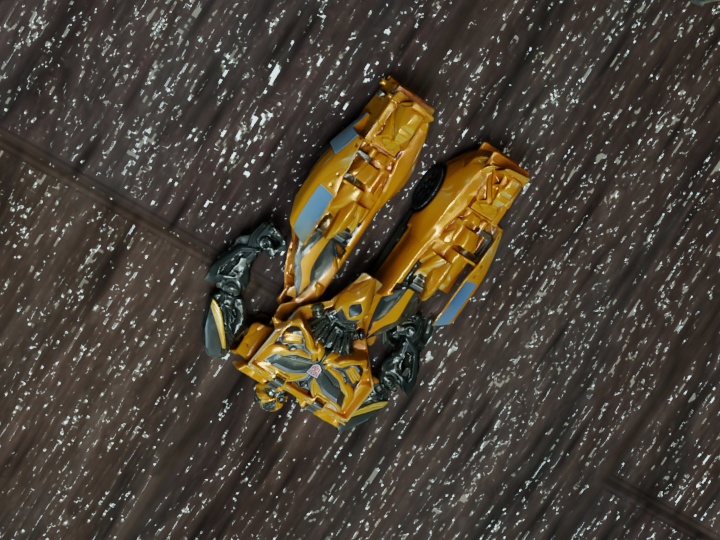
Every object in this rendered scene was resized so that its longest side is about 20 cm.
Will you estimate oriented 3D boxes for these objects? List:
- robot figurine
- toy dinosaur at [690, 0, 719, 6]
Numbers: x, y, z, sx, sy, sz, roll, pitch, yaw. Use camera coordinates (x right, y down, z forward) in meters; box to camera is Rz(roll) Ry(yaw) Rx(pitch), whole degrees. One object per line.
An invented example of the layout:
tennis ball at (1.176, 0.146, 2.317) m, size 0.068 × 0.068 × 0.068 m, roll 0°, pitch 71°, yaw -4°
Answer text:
robot figurine at (0.000, 0.000, 1.109) m, size 0.144 × 0.058 × 0.201 m, roll 31°, pitch 99°, yaw -21°
toy dinosaur at (0.257, -0.236, 1.080) m, size 0.134 × 0.086 × 0.202 m, roll 7°, pitch 102°, yaw -10°
